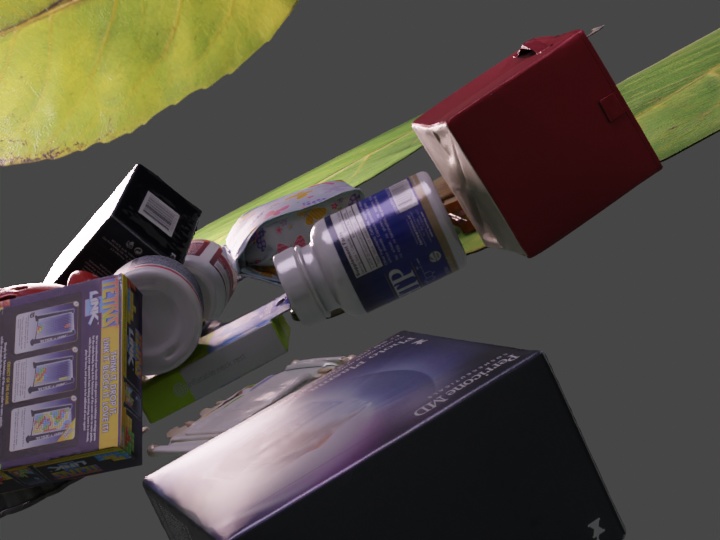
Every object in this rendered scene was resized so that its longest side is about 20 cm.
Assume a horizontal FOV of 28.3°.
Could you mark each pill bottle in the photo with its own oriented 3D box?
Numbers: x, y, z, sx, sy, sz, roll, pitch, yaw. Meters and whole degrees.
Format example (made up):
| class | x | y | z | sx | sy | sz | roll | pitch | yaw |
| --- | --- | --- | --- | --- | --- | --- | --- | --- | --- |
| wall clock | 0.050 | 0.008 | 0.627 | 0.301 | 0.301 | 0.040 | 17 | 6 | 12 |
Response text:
| class | x | y | z | sx | sy | sz | roll | pitch | yaw |
| --- | --- | --- | --- | --- | --- | --- | --- | --- | --- |
| pill bottle | 0.009 | -0.018 | 1.609 | 0.199 | 0.120 | 0.120 | -25 | 9 | 4 |
| pill bottle | -0.239 | 0.045 | 1.640 | 0.119 | 0.120 | 0.200 | -26 | 9 | -2 |
| pill bottle | -0.243 | 0.026 | 2.046 | 0.114 | 0.115 | 0.200 | -24 | 9 | 7 |

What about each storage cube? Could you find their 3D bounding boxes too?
| class | x | y | z | sx | sy | sz | roll | pitch | yaw |
| --- | --- | --- | --- | --- | --- | --- | --- | --- | --- |
| storage cube | 0.190 | -0.136 | 1.566 | 0.179 | 0.201 | 0.171 | -33 | 11 | -6 |

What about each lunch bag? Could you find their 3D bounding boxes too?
| class | x | y | z | sx | sy | sz | roll | pitch | yaw |
| --- | --- | --- | --- | --- | --- | --- | --- | --- | --- |
| lunch bag | -0.088 | -0.041 | 1.982 | 0.199 | 0.128 | 0.170 | -17 | 10 | -9 |

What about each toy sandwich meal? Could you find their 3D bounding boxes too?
| class | x | y | z | sx | sy | sz | roll | pitch | yaw |
| --- | --- | --- | --- | --- | --- | --- | --- | --- | --- |
| toy sandwich meal | 0.160 | -0.107 | 1.873 | 0.204 | 0.071 | 0.205 | -27 | 5 | 3 |

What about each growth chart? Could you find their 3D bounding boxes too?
| class | x | y | z | sx | sy | sz | roll | pitch | yaw |
| --- | --- | --- | --- | --- | --- | --- | --- | --- | --- |
| growth chart | -0.111 | 0.133 | 1.419 | 0.199 | 0.018 | 0.145 | -30 | 10 | -25 |

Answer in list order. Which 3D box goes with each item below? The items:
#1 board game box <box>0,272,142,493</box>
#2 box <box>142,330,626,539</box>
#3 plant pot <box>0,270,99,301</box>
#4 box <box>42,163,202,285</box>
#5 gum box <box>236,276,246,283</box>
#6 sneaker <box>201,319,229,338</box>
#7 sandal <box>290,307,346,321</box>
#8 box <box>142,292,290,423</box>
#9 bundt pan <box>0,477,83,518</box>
| class | x | y | z | sx | sy | sz | roll | pitch | yaw |
| --- | --- | --- | --- | --- | --- | --- | --- | --- | --- |
| board game box | -0.308 | 0.115 | 1.470 | 0.164 | 0.201 | 0.057 | -11 | -31 | 11 |
| box | 0.005 | 0.133 | 0.810 | 0.199 | 0.124 | 0.198 | -29 | 11 | -18 |
| plant pot | -0.377 | 0.109 | 1.734 | 0.181 | 0.202 | 0.200 | -16 | 10 | 4 |
| box | -0.325 | -0.007 | 1.892 | 0.200 | 0.117 | 0.197 | -47 | 14 | 19 |
| gum box | -0.283 | 0.029 | 2.345 | 0.199 | 0.045 | 0.170 | -14 | 15 | 48 |
| sneaker | -0.229 | 0.083 | 1.789 | 0.074 | 0.085 | 0.199 | -35 | 11 | -37 |
| sandal | 0.001 | -0.001 | 1.708 | 0.200 | 0.058 | 0.080 | -32 | 9 | 0 |
| box | -0.157 | 0.096 | 1.635 | 0.199 | 0.048 | 0.122 | -28 | 9 | 3 |
| bundt pan | -0.355 | 0.193 | 1.566 | 0.201 | 0.076 | 0.202 | -25 | 10 | 5 |
